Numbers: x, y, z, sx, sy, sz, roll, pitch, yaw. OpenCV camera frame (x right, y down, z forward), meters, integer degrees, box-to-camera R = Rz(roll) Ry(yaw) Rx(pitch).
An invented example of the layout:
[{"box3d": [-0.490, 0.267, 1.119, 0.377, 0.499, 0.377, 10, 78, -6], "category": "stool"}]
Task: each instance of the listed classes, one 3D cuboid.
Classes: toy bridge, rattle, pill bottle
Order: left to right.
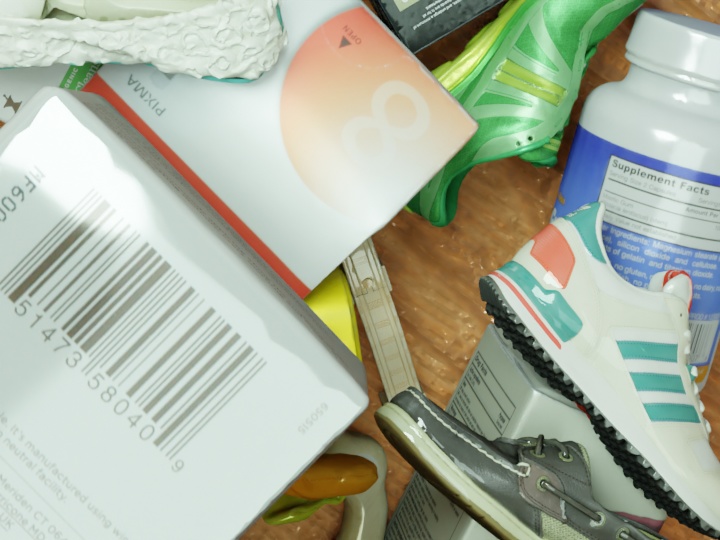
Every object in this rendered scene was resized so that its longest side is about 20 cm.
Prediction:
[{"box3d": [-0.042, 0.188, 1.281, 0.130, 0.143, 0.201, 21, 94, -37], "category": "rattle"}, {"box3d": [0.000, 0.000, 1.269, 0.027, 0.067, 0.201, -20, 108, -3], "category": "toy bridge"}, {"box3d": [0.166, -0.039, 1.260, 0.112, 0.112, 0.201, 12, 103, -12], "category": "pill bottle"}]

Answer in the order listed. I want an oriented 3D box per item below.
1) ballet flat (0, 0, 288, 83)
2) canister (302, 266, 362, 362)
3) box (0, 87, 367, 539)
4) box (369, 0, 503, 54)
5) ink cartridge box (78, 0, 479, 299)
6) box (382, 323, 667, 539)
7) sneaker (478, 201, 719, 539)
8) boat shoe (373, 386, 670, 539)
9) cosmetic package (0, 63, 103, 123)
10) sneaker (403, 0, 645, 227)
[{"box3d": [-0.133, -0.135, 1.088, 0.199, 0.072, 0.072, 3, 105, -5], "category": "ballet flat"}, {"box3d": [-0.108, 0.043, 1.224, 0.199, 0.149, 0.087, -10, 102, -8], "category": "canister"}, {"box3d": [-0.130, 0.052, 1.045, 0.200, 0.171, 0.199, -45, 93, 3], "category": "box"}, {"box3d": [0.066, -0.239, 1.202, 0.200, 0.086, 0.164, -31, 107, 1], "category": "box"}, {"box3d": [-0.065, -0.061, 1.141, 0.162, 0.050, 0.200, 45, 76, -3], "category": "ink cartridge box"}, {"box3d": [0.088, 0.153, 1.294, 0.109, 0.128, 0.201, 24, 101, -14], "category": "box"}, {"box3d": [0.156, 0.052, 1.184, 0.093, 0.070, 0.200, -43, 97, -7], "category": "sneaker"}, {"box3d": [0.095, 0.117, 1.185, 0.201, 0.072, 0.066, 40, 86, -16], "category": "boat shoe"}, {"box3d": [-0.192, -0.142, 1.190, 0.199, 0.085, 0.108, 27, 96, -16], "category": "cosmetic package"}, {"box3d": [0.094, -0.101, 1.241, 0.200, 0.074, 0.084, -42, 81, 16], "category": "sneaker"}]
